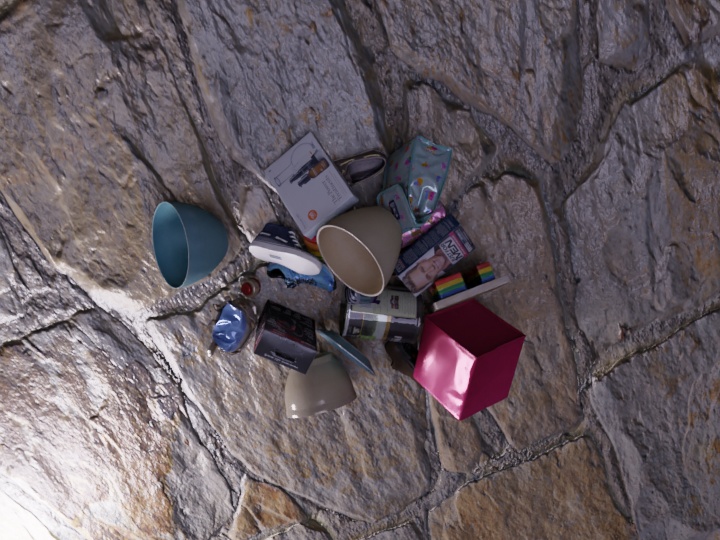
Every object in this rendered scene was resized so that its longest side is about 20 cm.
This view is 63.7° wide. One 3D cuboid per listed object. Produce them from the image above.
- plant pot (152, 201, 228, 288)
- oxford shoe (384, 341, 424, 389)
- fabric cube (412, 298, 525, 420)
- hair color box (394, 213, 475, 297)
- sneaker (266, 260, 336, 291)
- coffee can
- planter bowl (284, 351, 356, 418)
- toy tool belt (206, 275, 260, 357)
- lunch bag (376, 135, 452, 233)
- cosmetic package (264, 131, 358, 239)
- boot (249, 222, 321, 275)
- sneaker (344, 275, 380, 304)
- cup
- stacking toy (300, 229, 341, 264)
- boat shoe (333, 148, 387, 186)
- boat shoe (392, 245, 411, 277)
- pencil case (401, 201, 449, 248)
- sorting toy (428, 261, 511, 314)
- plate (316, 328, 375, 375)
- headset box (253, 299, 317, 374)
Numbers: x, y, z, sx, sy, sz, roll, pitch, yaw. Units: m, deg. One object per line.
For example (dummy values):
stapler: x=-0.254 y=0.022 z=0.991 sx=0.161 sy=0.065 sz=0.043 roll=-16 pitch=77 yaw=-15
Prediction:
plant pot: x=-0.398 y=-0.069 z=1.395 sx=0.133 sy=0.198 sz=0.205 roll=-12 pitch=118 yaw=-41
oxford shoe: x=0.132 y=0.263 z=1.641 sx=0.083 sy=0.073 sz=0.202 roll=-20 pitch=117 yaw=28
fabric cube: x=0.281 y=0.227 z=1.521 sx=0.197 sy=0.196 sz=0.203 roll=-14 pitch=125 yaw=-34
hair color box: x=0.182 y=-0.036 z=1.451 sx=0.199 sy=0.061 sz=0.100 roll=-40 pitch=130 yaw=7
sneaker: x=-0.148 y=0.019 z=1.451 sx=0.196 sy=0.091 sz=0.079 roll=18 pitch=146 yaw=23
coffee can: x=0.050 y=0.109 z=1.520 sx=0.195 sy=0.147 sz=0.150 roll=7 pitch=110 yaw=-8
planter bowl: x=-0.120 y=0.299 z=1.563 sx=0.196 sy=0.200 sz=0.138 roll=-14 pitch=88 yaw=-1
toy tool belt: x=-0.325 y=0.121 z=1.476 sx=0.123 sy=0.122 sz=0.204 roll=28 pitch=109 yaw=19
lunch bag: x=0.119 y=-0.187 z=1.364 sx=0.119 sy=0.170 sz=0.205 roll=16 pitch=80 yaw=-18
cosmetic package: x=-0.118 y=-0.202 z=1.375 sx=0.150 sy=0.052 sz=0.202 roll=-38 pitch=72 yaw=11
boot: x=-0.171 y=-0.060 z=1.420 sx=0.196 sy=0.091 sz=0.073 roll=18 pitch=146 yaw=16
sneaker: x=0.000 y=0.000 z=1.467 sx=0.086 sy=0.204 sz=0.075 roll=8 pitch=147 yaw=-21
cup: x=0.017 y=-0.064 z=1.339 sx=0.143 sy=0.198 sz=0.202 roll=-45 pitch=114 yaw=-29
stacking toy: x=-0.096 y=-0.049 z=1.480 sx=0.107 sy=0.117 sz=0.204 roll=-1 pitch=125 yaw=0
boat shoe: x=-0.027 y=-0.240 z=1.424 sx=0.196 sy=0.060 sz=0.073 roll=-21 pitch=112 yaw=2
boat shoe: x=0.106 y=-0.018 z=1.516 sx=0.196 sy=0.074 sz=0.077 roll=-21 pitch=112 yaw=2
pencil case: x=0.130 y=-0.108 z=1.483 sx=0.196 sy=0.088 sz=0.083 roll=-22 pitch=144 yaw=3
sorting toy: x=0.268 y=0.041 z=1.506 sx=0.196 sy=0.199 sz=0.071 roll=-21 pitch=82 yaw=-1
plate: x=-0.034 y=0.208 z=1.531 sx=0.199 sy=0.199 sz=0.026 roll=41 pitch=79 yaw=-18
headset box: x=-0.192 y=0.173 z=1.487 sx=0.146 sy=0.201 sz=0.076 roll=25 pitch=106 yaw=-16
